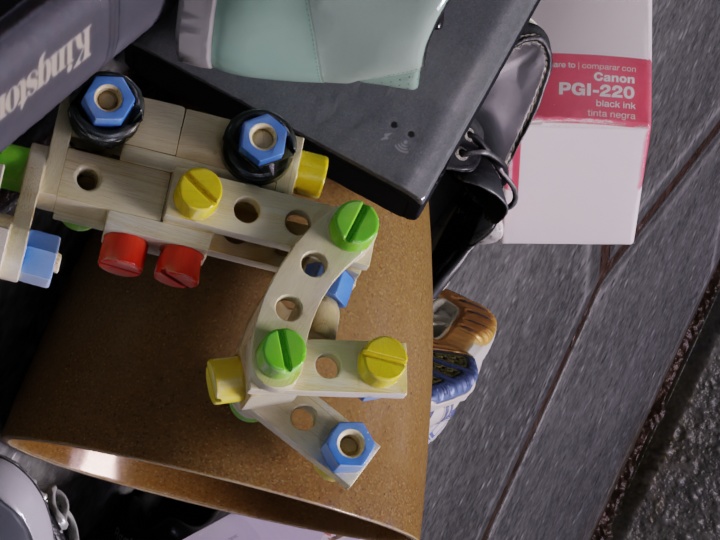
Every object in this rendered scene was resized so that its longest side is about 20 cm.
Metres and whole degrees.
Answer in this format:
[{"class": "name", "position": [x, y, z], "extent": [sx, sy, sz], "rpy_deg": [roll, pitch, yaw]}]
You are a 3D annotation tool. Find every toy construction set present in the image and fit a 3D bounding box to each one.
[{"class": "toy construction set", "position": [-0.074, -0.003, 0.931], "extent": [0.092, 0.199, 0.132], "rpy_deg": [-25, -130, 61]}]

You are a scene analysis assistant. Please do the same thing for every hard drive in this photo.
[{"class": "hard drive", "position": [0.010, -0.139, 1.023], "extent": [0.201, 0.139, 0.033], "rpy_deg": [-61, 175, -19]}]

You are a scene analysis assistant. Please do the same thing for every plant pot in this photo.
[{"class": "plant pot", "position": [-0.041, 0.001, 1.064], "extent": [0.186, 0.185, 0.201], "rpy_deg": [49, 54, -74]}]

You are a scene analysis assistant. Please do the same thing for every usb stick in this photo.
[{"class": "usb stick", "position": [-0.124, -0.076, 0.882], "extent": [0.200, 0.033, 0.056], "rpy_deg": [-47, 159, -47]}]

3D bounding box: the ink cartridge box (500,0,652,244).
[{"class": "ink cartridge box", "position": [0.124, -0.134, 1.402], "extent": [0.146, 0.084, 0.201], "rpy_deg": [87, 5, -63]}]

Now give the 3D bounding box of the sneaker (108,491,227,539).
[{"class": "sneaker", "position": [-0.074, 0.129, 1.335], "extent": [0.200, 0.075, 0.088], "rpy_deg": [-40, 146, -58]}]

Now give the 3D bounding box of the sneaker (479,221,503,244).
[{"class": "sneaker", "position": [0.043, -0.061, 1.406], "extent": [0.200, 0.077, 0.082], "rpy_deg": [179, -76, -82]}]

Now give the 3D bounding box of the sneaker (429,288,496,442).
[{"class": "sneaker", "position": [0.020, 0.071, 1.293], "extent": [0.088, 0.075, 0.200], "rpy_deg": [-67, 166, 17]}]

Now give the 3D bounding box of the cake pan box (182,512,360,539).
[{"class": "cake pan box", "position": [-0.098, 0.195, 1.184], "extent": [0.200, 0.052, 0.185], "rpy_deg": [-25, 154, -45]}]

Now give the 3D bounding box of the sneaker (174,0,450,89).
[{"class": "sneaker", "position": [0.002, -0.169, 0.948], "extent": [0.074, 0.118, 0.201], "rpy_deg": [-78, 179, -75]}]

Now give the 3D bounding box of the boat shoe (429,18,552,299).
[{"class": "boat shoe", "position": [0.040, -0.035, 1.163], "extent": [0.200, 0.066, 0.075], "rpy_deg": [-49, 132, -12]}]

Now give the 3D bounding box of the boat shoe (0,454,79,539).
[{"class": "boat shoe", "position": [-0.153, 0.120, 1.034], "extent": [0.200, 0.073, 0.068], "rpy_deg": [99, 16, -55]}]
